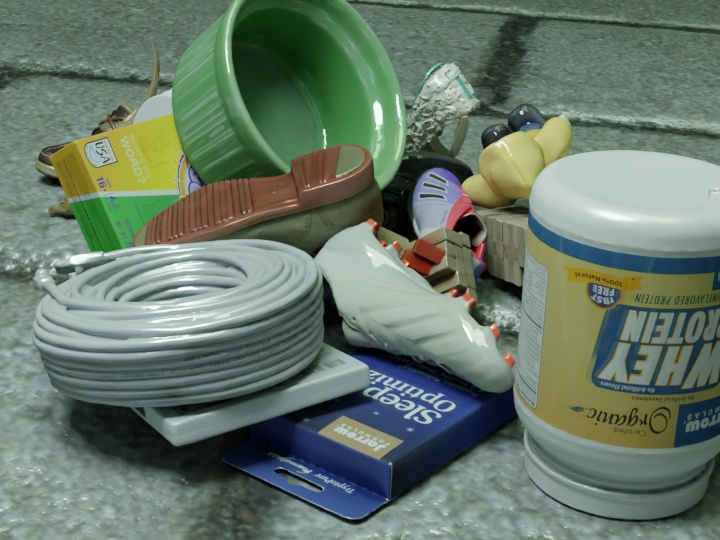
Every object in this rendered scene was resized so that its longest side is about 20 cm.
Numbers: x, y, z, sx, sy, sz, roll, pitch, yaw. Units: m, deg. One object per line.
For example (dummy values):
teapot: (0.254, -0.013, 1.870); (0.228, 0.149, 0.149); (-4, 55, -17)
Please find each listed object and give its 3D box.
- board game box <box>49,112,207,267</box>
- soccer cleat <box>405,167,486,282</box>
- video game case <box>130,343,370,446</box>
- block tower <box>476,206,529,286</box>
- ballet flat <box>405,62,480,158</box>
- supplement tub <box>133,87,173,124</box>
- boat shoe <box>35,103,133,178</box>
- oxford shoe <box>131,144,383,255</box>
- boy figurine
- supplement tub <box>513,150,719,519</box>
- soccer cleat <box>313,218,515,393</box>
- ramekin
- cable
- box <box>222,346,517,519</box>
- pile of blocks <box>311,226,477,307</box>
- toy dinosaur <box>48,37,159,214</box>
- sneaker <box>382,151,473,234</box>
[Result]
board game box: (-0.143, -0.054, 1.095); (0.040, 0.154, 0.199); (-23, 2, 42)
soccer cleat: (0.080, -0.036, 1.124); (0.068, 0.073, 0.201); (43, 29, -18)
video game case: (-0.101, 0.067, 0.923); (0.142, 0.018, 0.200); (-15, 18, -26)
block tower: (0.155, -0.014, 1.103); (0.057, 0.055, 0.200); (-8, 13, -21)
ballet flat: (0.063, -0.123, 1.302); (0.071, 0.200, 0.072); (8, 59, -14)
supplement tub: (-0.109, -0.127, 1.282); (0.144, 0.146, 0.199); (20, 28, 38)
boat shoe: (-0.255, -0.144, 1.407); (0.199, 0.073, 0.072); (-13, 26, -33)
oxford shoe: (-0.077, -0.030, 1.006); (0.198, 0.074, 0.071); (-15, 35, 8)
boy figurine: (0.138, -0.100, 1.204); (0.124, 0.065, 0.200); (-34, 6, 17)
supplement tub: (0.172, 0.038, 0.829); (0.143, 0.202, 0.145); (1, 22, -1)
soccer cleat: (0.033, 0.038, 0.933); (0.077, 0.069, 0.200); (-41, 47, -9)
ramekin: (-0.064, -0.138, 1.109); (0.097, 0.202, 0.199); (-24, 0, 42)
cable: (-0.121, 0.034, 0.890); (0.198, 0.070, 0.200); (-9, 17, -10)
box: (0.013, 0.099, 0.894); (0.120, 0.033, 0.199); (18, 28, 34)
pile of blocks: (0.000, 0.000, 1.048); (0.199, 0.083, 0.062); (4, -12, 43)
toy dinosaur: (-0.225, -0.126, 1.282); (0.058, 0.201, 0.101); (35, 10, 1)
sneaker: (0.033, -0.057, 1.225); (0.198, 0.077, 0.114); (-4, 33, -28)
